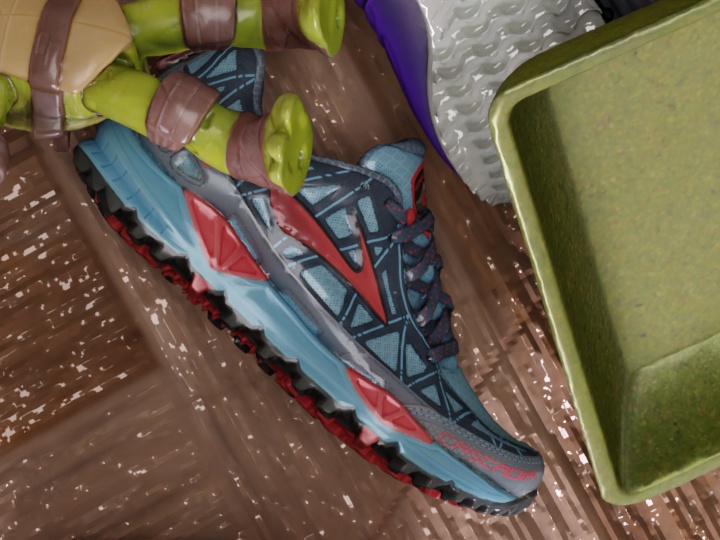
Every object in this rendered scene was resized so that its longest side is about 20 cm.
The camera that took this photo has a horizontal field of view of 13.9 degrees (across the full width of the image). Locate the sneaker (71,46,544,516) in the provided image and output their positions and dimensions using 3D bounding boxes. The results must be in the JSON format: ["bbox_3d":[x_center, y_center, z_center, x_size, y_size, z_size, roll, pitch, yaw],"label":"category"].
[{"bbox_3d":[0.000,0.000,1.013,0.200,0.079,0.096,43,87,-8],"label":"sneaker"}]

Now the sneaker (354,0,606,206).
[{"bbox_3d":[0.021,-0.116,1.008,0.069,0.100,0.200,-32,128,-4],"label":"sneaker"}]

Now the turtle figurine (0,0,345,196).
[{"bbox_3d":[-0.094,-0.064,0.966,0.161,0.065,0.200,10,53,11],"label":"turtle figurine"}]

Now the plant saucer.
[{"bbox_3d":[0.146,-0.036,1.007,0.199,0.048,0.200,-24,131,-5],"label":"plant saucer"}]

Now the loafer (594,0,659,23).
[{"bbox_3d":[0.085,-0.150,1.015,0.070,0.068,0.201,-30,94,6],"label":"loafer"}]
